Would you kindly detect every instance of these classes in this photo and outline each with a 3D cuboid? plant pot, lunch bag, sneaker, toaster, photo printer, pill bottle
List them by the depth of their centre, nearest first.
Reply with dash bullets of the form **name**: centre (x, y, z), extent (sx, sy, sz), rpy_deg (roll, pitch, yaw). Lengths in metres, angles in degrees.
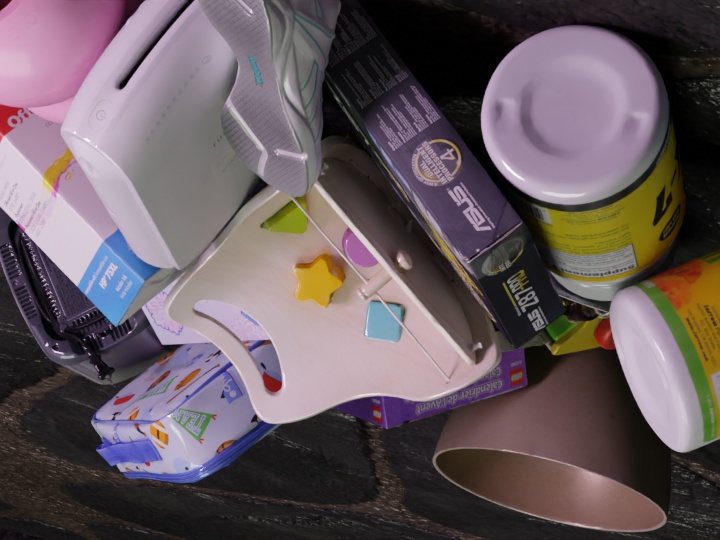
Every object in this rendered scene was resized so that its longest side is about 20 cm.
- **sneaker**: centre (-0.041, -0.127, 1.375), extent (0.070, 0.080, 0.201), rpy_deg (26, 145, 26)
- **pill bottle**: centre (0.145, -0.060, 1.443), extent (0.113, 0.115, 0.200), rpy_deg (11, 162, 17)
- **photo printer**: centre (-0.107, -0.105, 1.457), extent (0.069, 0.167, 0.200), rpy_deg (34, 167, 18)
- **pill bottle**: centre (0.270, 0.029, 1.479), extent (0.199, 0.112, 0.111), rpy_deg (-22, 164, -9)
- **lunch bag**: centre (-0.121, 0.102, 1.779), extent (0.076, 0.160, 0.200), rpy_deg (55, 157, -10)
- **toaster**: centre (-0.212, 0.009, 1.859), extent (0.113, 0.201, 0.129), rpy_deg (-27, 162, 4)
- **plant pot**: centre (0.171, 0.121, 1.920), extent (0.199, 0.135, 0.200), rpy_deg (14, 162, 5)

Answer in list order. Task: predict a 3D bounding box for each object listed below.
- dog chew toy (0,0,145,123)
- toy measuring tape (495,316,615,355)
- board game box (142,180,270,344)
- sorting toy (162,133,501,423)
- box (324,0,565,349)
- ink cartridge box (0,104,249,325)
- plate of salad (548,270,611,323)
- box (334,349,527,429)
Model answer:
- **dog chew toy**: centre (-0.186, -0.151, 1.470), extent (0.124, 0.126, 0.200), rpy_deg (8, 169, 25)
- **toy measuring tape**: centre (0.153, 0.025, 1.698), extent (0.199, 0.074, 0.073), rpy_deg (-7, -177, -44)
- **board game box**: centre (-0.119, -0.040, 1.691), extent (0.199, 0.041, 0.200), rpy_deg (-5, 119, 48)
- **sorting toy**: centre (-0.034, 0.018, 1.583), extent (0.179, 0.107, 0.200), rpy_deg (-35, 112, 16)
- **box**: centre (0.046, -0.061, 1.448), extent (0.201, 0.049, 0.161), rpy_deg (55, 177, 24)
- **ink cartridge box**: centre (-0.190, -0.076, 1.596), extent (0.200, 0.116, 0.067), rpy_deg (45, 143, 5)
- **plate of salad**: centre (0.141, 0.003, 1.619), extent (0.199, 0.048, 0.200), rpy_deg (20, -167, -5)
- **box**: centre (0.024, 0.075, 1.879), extent (0.136, 0.039, 0.200), rpy_deg (-16, -164, -28)
